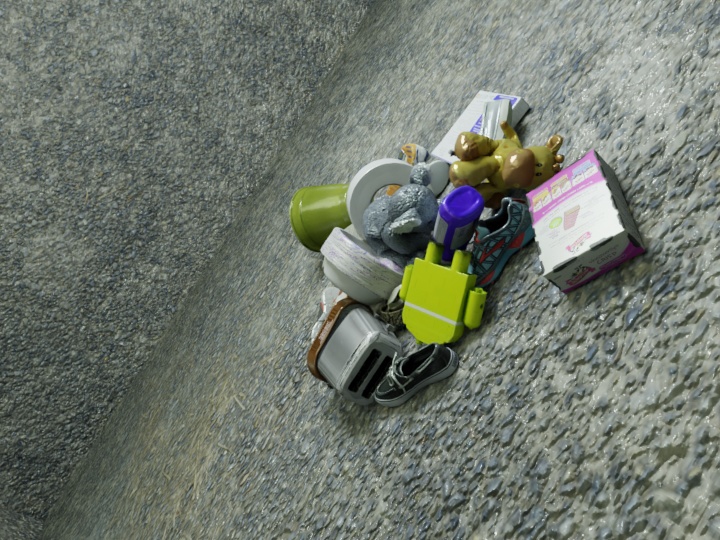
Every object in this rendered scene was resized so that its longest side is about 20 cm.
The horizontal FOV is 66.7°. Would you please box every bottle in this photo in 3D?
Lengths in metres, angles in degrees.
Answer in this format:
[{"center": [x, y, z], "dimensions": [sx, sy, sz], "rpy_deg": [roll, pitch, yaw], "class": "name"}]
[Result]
[{"center": [0.180, -0.077, 1.044], "dimensions": [0.084, 0.065, 0.200], "rpy_deg": [-37, -21, -16], "class": "bottle"}]

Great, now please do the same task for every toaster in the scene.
[{"center": [-0.004, 0.184, 1.120], "dimensions": [0.200, 0.114, 0.129], "rpy_deg": [-56, 28, 2], "class": "toaster"}]

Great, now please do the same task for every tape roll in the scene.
[{"center": [0.068, -0.155, 1.272], "dimensions": [0.203, 0.202, 0.071], "rpy_deg": [-51, 18, 11], "class": "tape roll"}]

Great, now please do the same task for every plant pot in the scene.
[{"center": [-0.067, -0.167, 1.569], "dimensions": [0.193, 0.200, 0.201], "rpy_deg": [-12, 49, 41], "class": "plant pot"}]

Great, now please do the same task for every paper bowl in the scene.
[{"center": [0.000, 0.000, 1.208], "dimensions": [0.104, 0.201, 0.201], "rpy_deg": [-56, 25, 9], "class": "paper bowl"}]

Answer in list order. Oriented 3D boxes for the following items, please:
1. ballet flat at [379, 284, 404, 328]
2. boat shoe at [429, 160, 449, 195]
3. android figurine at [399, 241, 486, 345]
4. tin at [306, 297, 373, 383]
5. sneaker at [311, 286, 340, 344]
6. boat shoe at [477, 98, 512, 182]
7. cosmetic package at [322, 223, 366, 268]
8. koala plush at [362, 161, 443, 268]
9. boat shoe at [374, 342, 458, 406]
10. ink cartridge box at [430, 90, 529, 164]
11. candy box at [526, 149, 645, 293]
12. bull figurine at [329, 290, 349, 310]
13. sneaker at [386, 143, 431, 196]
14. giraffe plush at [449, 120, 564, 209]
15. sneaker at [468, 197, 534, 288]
[{"center": [0.113, 0.049, 1.107], "dimensions": [0.200, 0.075, 0.068], "rpy_deg": [-38, 21, 34], "class": "ballet flat"}, {"center": [0.139, -0.188, 1.342], "dimensions": [0.200, 0.071, 0.064], "rpy_deg": [-52, 20, 10], "class": "boat shoe"}, {"center": [0.144, 0.052, 1.007], "dimensions": [0.182, 0.041, 0.200], "rpy_deg": [19, 104, 42], "class": "android figurine"}, {"center": [-0.040, 0.156, 1.220], "dimensions": [0.042, 0.112, 0.200], "rpy_deg": [16, 75, 54], "class": "tin"}, {"center": [-0.080, 0.141, 1.380], "dimensions": [0.082, 0.077, 0.200], "rpy_deg": [111, 173, -52], "class": "sneaker"}, {"center": [0.272, -0.271, 1.162], "dimensions": [0.071, 0.070, 0.201], "rpy_deg": [7, 74, 28], "class": "boat shoe"}, {"center": [-0.009, -0.069, 1.467], "dimensions": [0.200, 0.071, 0.105], "rpy_deg": [-31, 36, 42], "class": "cosmetic package"}, {"center": [0.098, -0.113, 1.126], "dimensions": [0.200, 0.184, 0.178], "rpy_deg": [108, -176, -72], "class": "koala plush"}, {"center": [0.085, 0.190, 1.007], "dimensions": [0.199, 0.068, 0.074], "rpy_deg": [-34, 34, 40], "class": "boat shoe"}, {"center": [0.276, -0.327, 1.292], "dimensions": [0.200, 0.043, 0.198], "rpy_deg": [-51, 26, 8], "class": "ink cartridge box"}, {"center": [0.346, -0.080, 0.864], "dimensions": [0.136, 0.061, 0.200], "rpy_deg": [-36, 32, 36], "class": "candy box"}, {"center": [-0.040, 0.096, 1.304], "dimensions": [0.122, 0.065, 0.200], "rpy_deg": [100, -176, -46], "class": "bull figurine"}, {"center": [0.130, -0.223, 1.413], "dimensions": [0.075, 0.088, 0.200], "rpy_deg": [38, 118, 42], "class": "sneaker"}, {"center": [0.289, -0.187, 1.024], "dimensions": [0.200, 0.173, 0.162], "rpy_deg": [-28, 29, -22], "class": "giraffe plush"}, {"center": [0.229, -0.052, 0.998], "dimensions": [0.200, 0.095, 0.079], "rpy_deg": [-50, 26, 13], "class": "sneaker"}]
